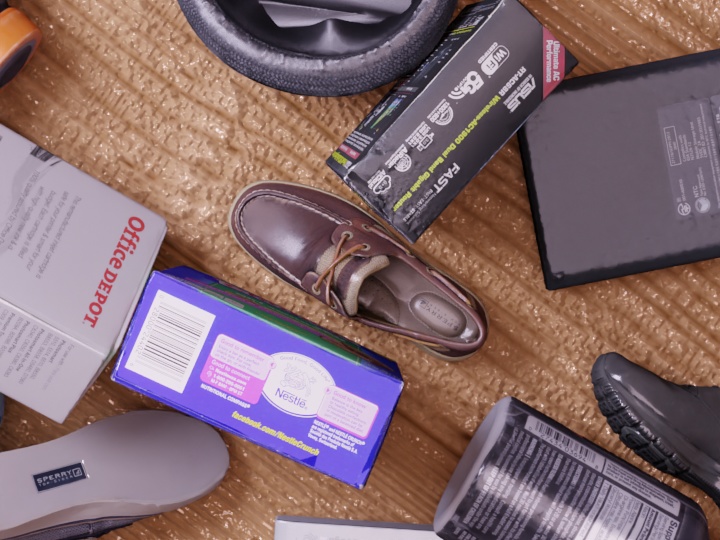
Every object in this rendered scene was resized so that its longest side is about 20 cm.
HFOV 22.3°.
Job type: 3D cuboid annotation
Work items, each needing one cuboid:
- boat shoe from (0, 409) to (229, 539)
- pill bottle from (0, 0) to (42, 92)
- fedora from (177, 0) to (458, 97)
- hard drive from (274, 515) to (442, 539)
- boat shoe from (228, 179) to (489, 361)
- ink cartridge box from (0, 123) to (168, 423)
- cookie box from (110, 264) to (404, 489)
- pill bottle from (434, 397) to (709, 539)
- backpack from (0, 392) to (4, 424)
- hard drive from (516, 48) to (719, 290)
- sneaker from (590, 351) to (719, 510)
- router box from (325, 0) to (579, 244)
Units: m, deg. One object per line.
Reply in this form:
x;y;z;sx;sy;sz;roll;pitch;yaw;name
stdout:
-0.193;0.154;1.257;0.198;0.093;0.075;-7;64;-24;boat shoe
-0.308;-0.199;1.224;0.200;0.106;0.106;42;92;0;pill bottle
-0.025;-0.205;1.226;0.198;0.092;0.203;0;88;9;fedora
0.000;0.276;1.274;0.130;0.026;0.202;4;92;0;hard drive
0.000;0.000;1.243;0.199;0.072;0.072;33;92;0;boat shoe
-0.242;-0.014;1.186;0.199;0.147;0.084;31;129;-11;ink cartridge box
-0.061;0.063;1.182;0.170;0.200;0.076;24;90;-1;cookie box
0.157;0.178;1.223;0.199;0.106;0.107;30;92;0;pill bottle
-0.333;0.064;1.225;0.199;0.154;0.164;32;87;20;backpack
0.211;-0.074;1.259;0.198;0.033;0.141;-11;92;1;hard drive
0.246;0.111;1.252;0.199;0.076;0.091;37;81;-6;sneaker
0.053;-0.099;1.175;0.062;0.200;0.150;43;92;-7;router box
